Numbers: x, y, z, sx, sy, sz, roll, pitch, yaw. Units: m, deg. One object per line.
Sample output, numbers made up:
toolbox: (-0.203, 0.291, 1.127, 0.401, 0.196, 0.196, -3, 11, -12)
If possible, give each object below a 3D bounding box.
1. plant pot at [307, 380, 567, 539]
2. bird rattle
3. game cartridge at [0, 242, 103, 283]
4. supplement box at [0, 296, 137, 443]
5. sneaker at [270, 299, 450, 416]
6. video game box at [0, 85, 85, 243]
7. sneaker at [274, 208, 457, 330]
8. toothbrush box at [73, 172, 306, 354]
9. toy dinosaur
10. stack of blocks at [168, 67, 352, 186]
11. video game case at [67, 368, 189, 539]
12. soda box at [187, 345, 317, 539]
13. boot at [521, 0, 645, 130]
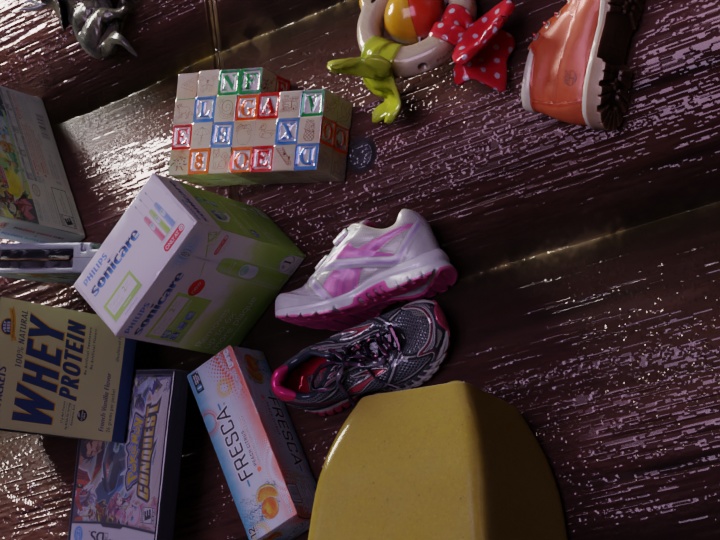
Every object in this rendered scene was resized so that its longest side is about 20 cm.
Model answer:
plant pot: (0.072, 0.214, 1.482, 0.193, 0.195, 0.202, -12, 68, 30)
bird rattle: (0.061, -0.245, 1.630, 0.199, 0.113, 0.164, -24, 52, 23)
game cartridge: (-0.322, -0.007, 1.802, 0.198, 0.133, 0.042, 0, 80, 33)
supplement box: (-0.381, 0.107, 1.753, 0.199, 0.199, 0.136, -2, 79, 49)
sneaker: (0.002, 0.092, 1.613, 0.199, 0.074, 0.081, -30, 66, 24)
video game box: (-0.417, -0.127, 1.857, 0.047, 0.182, 0.201, -32, 65, 23)
sneaker: (0.000, 0.000, 1.635, 0.198, 0.081, 0.089, -20, 69, 19)
toothbrush box: (-0.173, -0.001, 1.667, 0.086, 0.199, 0.146, 45, 104, 30)
toy dinosaur: (-0.308, -0.296, 1.897, 0.200, 0.077, 0.103, 46, 117, 25)
stack of blocks: (-0.108, -0.155, 1.739, 0.198, 0.058, 0.116, 1, 81, 33)
video game case: (-0.254, 0.208, 1.752, 0.180, 0.025, 0.202, -4, 78, 50)
soda box: (-0.107, 0.181, 1.671, 0.068, 0.063, 0.201, -34, 64, 23)
boot: (0.210, -0.240, 1.548, 0.107, 0.075, 0.202, 11, 88, 38)
